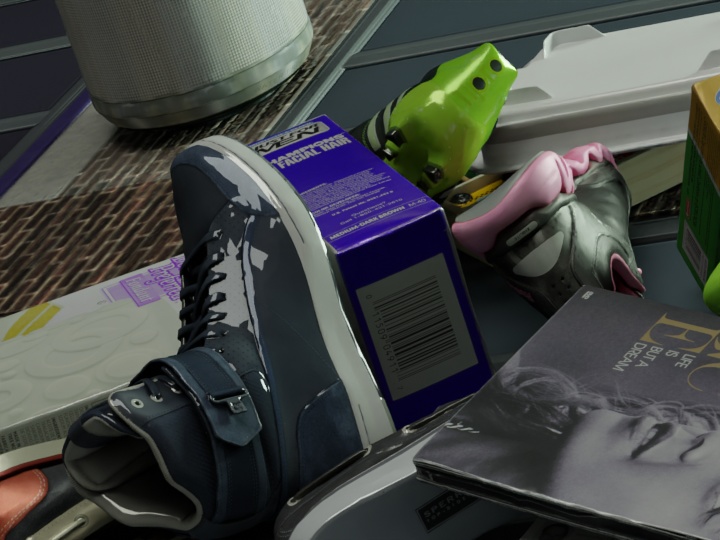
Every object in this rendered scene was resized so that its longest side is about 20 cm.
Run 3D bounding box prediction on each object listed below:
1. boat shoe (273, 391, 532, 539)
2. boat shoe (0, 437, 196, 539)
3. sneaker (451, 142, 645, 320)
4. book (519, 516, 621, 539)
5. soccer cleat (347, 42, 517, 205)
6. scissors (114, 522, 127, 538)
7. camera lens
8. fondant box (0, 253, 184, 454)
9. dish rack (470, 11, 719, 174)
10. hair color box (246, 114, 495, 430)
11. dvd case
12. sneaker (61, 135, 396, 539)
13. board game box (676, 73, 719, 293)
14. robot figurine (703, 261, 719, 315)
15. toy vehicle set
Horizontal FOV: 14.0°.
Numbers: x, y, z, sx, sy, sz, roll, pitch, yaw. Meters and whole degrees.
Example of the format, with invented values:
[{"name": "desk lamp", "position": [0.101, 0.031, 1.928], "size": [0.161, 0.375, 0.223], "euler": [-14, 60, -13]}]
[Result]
[{"name": "boat shoe", "position": [0.050, 0.087, 1.322], "size": [0.200, 0.070, 0.066], "euler": [-31, 25, -10]}, {"name": "boat shoe", "position": [-0.096, 0.105, 1.395], "size": [0.199, 0.071, 0.063], "euler": [-15, 55, -29]}, {"name": "sneaker", "position": [0.111, -0.009, 1.493], "size": [0.079, 0.095, 0.200], "euler": [-43, -7, 16]}, {"name": "book", "position": [0.152, 0.103, 1.220], "size": [0.133, 0.048, 0.200], "euler": [4, 32, 38]}, {"name": "soccer cleat", "position": [0.037, -0.070, 1.590], "size": [0.081, 0.068, 0.200], "euler": [-46, 4, -16]}, {"name": "scissors", "position": [-0.144, 0.102, 1.511], "size": [0.073, 0.014, 0.200], "euler": [-14, 23, 6]}, {"name": "camera lens", "position": [-0.130, -0.205, 1.976], "size": [0.159, 0.201, 0.160], "euler": [-16, 22, 7]}, {"name": "fondant box", "position": [-0.124, 0.056, 1.512], "size": [0.199, 0.058, 0.144], "euler": [-19, 23, -12]}, {"name": "dish rack", "position": [0.164, -0.110, 1.628], "size": [0.199, 0.044, 0.172], "euler": [-10, 18, 23]}, {"name": "hair color box", "position": [0.000, 0.000, 1.502], "size": [0.065, 0.110, 0.200], "euler": [-23, 22, -12]}, {"name": "dvd case", "position": [0.144, 0.067, 1.223], "size": [0.199, 0.016, 0.149], "euler": [14, 37, 31]}, {"name": "sneaker", "position": [-0.081, 0.031, 1.359], "size": [0.146, 0.203, 0.077], "euler": [-11, -26, -32]}, {"name": "board game box", "position": [0.253, -0.071, 1.423], "size": [0.199, 0.153, 0.040], "euler": [-23, 62, -9]}, {"name": "robot figurine", "position": [0.239, -0.014, 1.285], "size": [0.116, 0.176, 0.200], "euler": [-48, 10, -32]}, {"name": "toy vehicle set", "position": [0.132, -0.066, 1.663], "size": [0.200, 0.027, 0.124], "euler": [-26, 22, -17]}]
